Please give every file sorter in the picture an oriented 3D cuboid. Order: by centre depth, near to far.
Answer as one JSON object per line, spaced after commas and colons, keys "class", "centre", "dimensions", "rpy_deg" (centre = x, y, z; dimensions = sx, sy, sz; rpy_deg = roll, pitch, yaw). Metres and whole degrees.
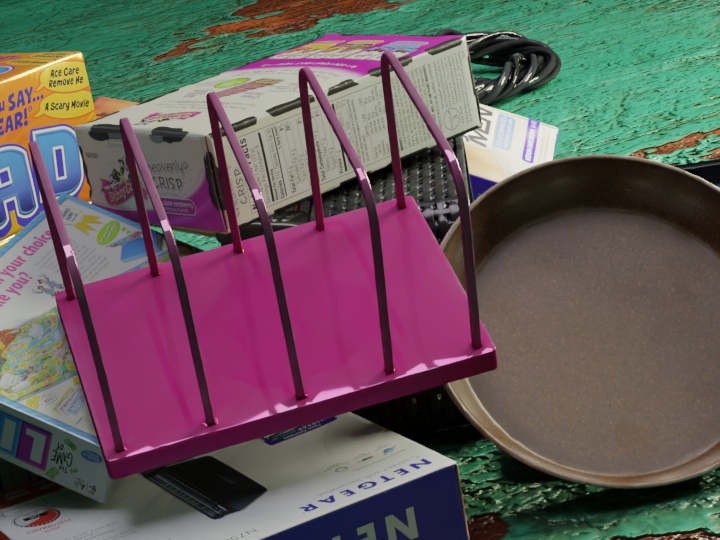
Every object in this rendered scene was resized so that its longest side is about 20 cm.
{"class": "file sorter", "centre": [-0.052, -0.013, 1.106], "dimensions": [0.199, 0.126, 0.139], "rpy_deg": [-16, 39, -9]}

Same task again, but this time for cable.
{"class": "cable", "centre": [0.105, -0.191, 2.085], "dimensions": [0.163, 0.051, 0.200], "rpy_deg": [6, 23, 44]}

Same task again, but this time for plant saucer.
{"class": "plant saucer", "centre": [0.133, 0.030, 1.179], "dimensions": [0.199, 0.035, 0.201], "rpy_deg": [0, 60, 0]}

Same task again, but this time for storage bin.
{"class": "storage bin", "centre": [0.028, 0.005, 1.321], "dimensions": [0.093, 0.136, 0.200], "rpy_deg": [-10, 16, 3]}

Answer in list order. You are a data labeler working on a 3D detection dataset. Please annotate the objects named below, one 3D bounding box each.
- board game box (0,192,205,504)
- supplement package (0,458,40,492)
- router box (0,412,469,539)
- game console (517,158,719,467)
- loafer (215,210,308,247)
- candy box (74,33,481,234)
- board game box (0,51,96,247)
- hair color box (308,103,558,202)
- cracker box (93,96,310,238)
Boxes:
{"class": "board game box", "centre": [-0.149, 0.035, 1.198], "dimensions": [0.134, 0.034, 0.200], "rpy_deg": [23, 32, 11]}
{"class": "supplement package", "centre": [-0.214, 0.080, 1.270], "dimensions": [0.113, 0.110, 0.200], "rpy_deg": [2, 20, 35]}
{"class": "router box", "centre": [-0.074, 0.129, 1.127], "dimensions": [0.199, 0.049, 0.179], "rpy_deg": [-19, 18, -26]}
{"class": "game console", "centre": [0.177, 0.017, 1.238], "dimensions": [0.199, 0.172, 0.118], "rpy_deg": [-8, -10, 7]}
{"class": "loafer", "centre": [0.000, 0.000, 1.483], "dimensions": [0.199, 0.071, 0.073], "rpy_deg": [4, 10, 24]}
{"class": "candy box", "centre": [-0.047, -0.084, 1.312], "dimensions": [0.199, 0.061, 0.136], "rpy_deg": [-23, 19, -35]}
{"class": "board game box", "centre": [-0.305, -0.026, 1.527], "dimensions": [0.199, 0.201, 0.200], "rpy_deg": [2, 20, 38]}
{"class": "hair color box", "centre": [0.033, -0.081, 1.559], "dimensions": [0.199, 0.065, 0.109], "rpy_deg": [16, 31, 0]}
{"class": "cracker box", "centre": [-0.114, -0.072, 1.634], "dimensions": [0.199, 0.058, 0.134], "rpy_deg": [11, 18, 3]}
